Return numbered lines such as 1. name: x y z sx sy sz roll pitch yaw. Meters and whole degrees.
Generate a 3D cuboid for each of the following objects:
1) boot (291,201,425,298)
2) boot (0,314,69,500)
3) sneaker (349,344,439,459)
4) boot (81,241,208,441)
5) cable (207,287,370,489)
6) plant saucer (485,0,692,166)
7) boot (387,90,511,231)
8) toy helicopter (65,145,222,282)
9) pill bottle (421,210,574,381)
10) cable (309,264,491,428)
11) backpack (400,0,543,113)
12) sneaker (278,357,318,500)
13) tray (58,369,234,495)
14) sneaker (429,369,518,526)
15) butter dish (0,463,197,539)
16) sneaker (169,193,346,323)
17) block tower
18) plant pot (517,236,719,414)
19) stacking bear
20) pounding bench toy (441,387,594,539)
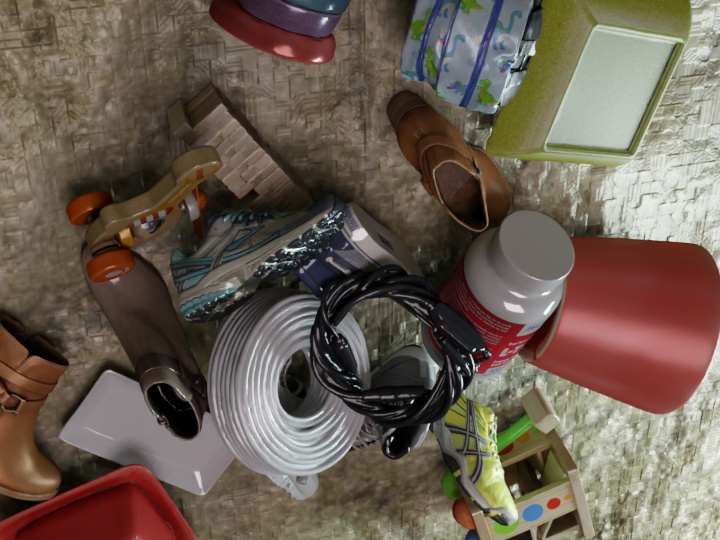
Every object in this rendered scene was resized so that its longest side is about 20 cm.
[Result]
1. boot: 0.000 0.000 1.245 0.090 0.073 0.200 -34 144 12
2. boot: -0.360 0.146 1.251 0.155 0.077 0.200 -44 116 8
3. sneaker: 0.012 0.179 1.335 0.075 0.116 0.200 32 121 -27
4. boot: -0.215 0.075 1.196 0.070 0.147 0.201 -31 125 6
5. cable: -0.074 0.119 1.256 0.200 0.069 0.202 38 67 -38
6. plant saucer: 0.246 -0.190 1.202 0.198 0.048 0.202 0 122 -35
7. boot: 0.105 -0.082 1.190 0.074 0.155 0.200 -43 124 12
8. toy helicopter: -0.185 -0.065 1.127 0.131 0.080 0.200 -13 166 -42
9. pill bottle: 0.147 0.026 1.255 0.111 0.113 0.200 3 148 -19
10. cable: 0.027 0.080 1.222 0.199 0.051 0.163 37 117 -25
11. backpack: 0.105 -0.221 1.075 0.152 0.201 0.164 16 117 -16
12. sneaker: -0.081 0.181 1.350 0.080 0.076 0.201 -28 124 -8
13. tray: -0.231 0.182 1.335 0.199 0.022 0.108 29 110 -30
14. sneaker: 0.131 0.199 1.359 0.076 0.201 0.075 -31 161 3
15. butter dish: -0.291 0.348 1.335 0.198 0.148 0.200 -23 135 -2
16. sneaker: -0.107 -0.030 1.142 0.199 0.087 0.078 -31 166 15
17. block tower: -0.105 -0.099 1.177 0.058 0.054 0.200 -39 125 9
18. plant pot: 0.277 0.050 1.318 0.175 0.201 0.202 12 118 -14
19. stacking bear: -0.045 -0.297 1.042 0.120 0.114 0.202 11 113 -23
20. pounding bench toy: 0.177 0.248 1.441 0.155 0.125 0.201 -21 125 -2
